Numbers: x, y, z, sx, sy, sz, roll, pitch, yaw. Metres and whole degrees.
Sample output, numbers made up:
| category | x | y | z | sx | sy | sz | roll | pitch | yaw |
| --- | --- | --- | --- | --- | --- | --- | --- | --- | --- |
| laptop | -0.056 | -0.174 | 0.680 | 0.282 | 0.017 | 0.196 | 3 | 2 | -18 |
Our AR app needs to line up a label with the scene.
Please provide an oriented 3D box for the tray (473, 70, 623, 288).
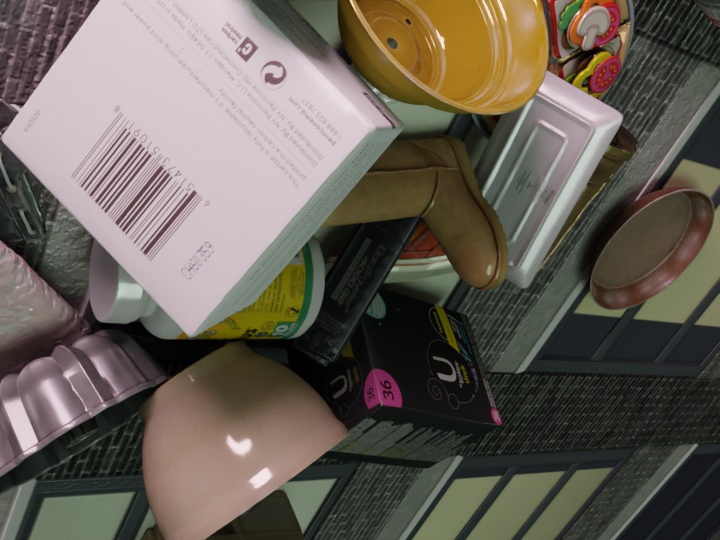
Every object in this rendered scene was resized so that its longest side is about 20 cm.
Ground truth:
| category | x | y | z | sx | sy | sz | roll | pitch | yaw |
| --- | --- | --- | --- | --- | --- | --- | --- | --- | --- |
| tray | 0.163 | -0.087 | 0.863 | 0.022 | 0.106 | 0.203 | -35 | 153 | -61 |

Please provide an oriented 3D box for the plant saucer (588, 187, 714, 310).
| category | x | y | z | sx | sy | sz | roll | pitch | yaw |
| --- | --- | --- | --- | --- | --- | --- | --- | --- | --- |
| plant saucer | 0.380 | -0.033 | 1.167 | 0.196 | 0.035 | 0.203 | -18 | 136 | -17 |

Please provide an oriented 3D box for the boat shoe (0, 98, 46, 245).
| category | x | y | z | sx | sy | sz | roll | pitch | yaw |
| --- | --- | --- | --- | --- | --- | --- | --- | --- | --- |
| boat shoe | -0.276 | -0.098 | 0.654 | 0.069 | 0.073 | 0.202 | -11 | 145 | -18 |

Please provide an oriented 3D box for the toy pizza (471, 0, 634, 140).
| category | x | y | z | sx | sy | sz | roll | pitch | yaw |
| --- | --- | --- | --- | --- | --- | --- | --- | --- | --- |
| toy pizza | 0.198 | -0.205 | 0.884 | 0.196 | 0.032 | 0.203 | -18 | 137 | -17 |

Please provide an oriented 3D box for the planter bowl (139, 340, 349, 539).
| category | x | y | z | sx | sy | sz | roll | pitch | yaw |
| --- | --- | --- | --- | --- | --- | --- | --- | --- | --- |
| planter bowl | -0.127 | 0.154 | 0.828 | 0.198 | 0.136 | 0.200 | -34 | 173 | -5 |

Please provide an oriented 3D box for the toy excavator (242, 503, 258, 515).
| category | x | y | z | sx | sy | sz | roll | pitch | yaw |
| --- | --- | --- | --- | --- | --- | --- | --- | --- | --- |
| toy excavator | -0.091 | 0.181 | 1.012 | 0.202 | 0.192 | 0.100 | -58 | 179 | -35 |

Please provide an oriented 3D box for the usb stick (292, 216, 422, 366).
| category | x | y | z | sx | sy | sz | roll | pitch | yaw |
| --- | --- | --- | --- | --- | --- | --- | --- | --- | --- |
| usb stick | 0.000 | 0.000 | 0.886 | 0.202 | 0.055 | 0.033 | -59 | -177 | -9 |

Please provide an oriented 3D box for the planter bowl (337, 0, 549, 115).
| category | x | y | z | sx | sy | sz | roll | pitch | yaw |
| --- | --- | --- | --- | --- | --- | --- | --- | --- | --- |
| planter bowl | 0.043 | -0.191 | 0.663 | 0.197 | 0.205 | 0.083 | 3 | 158 | -35 |

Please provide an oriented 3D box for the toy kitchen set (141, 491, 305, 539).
| category | x | y | z | sx | sy | sz | roll | pitch | yaw |
| --- | --- | --- | --- | --- | --- | --- | --- | --- | --- |
| toy kitchen set | -0.185 | 0.416 | 1.132 | 0.178 | 0.164 | 0.202 | 12 | 123 | -40 |

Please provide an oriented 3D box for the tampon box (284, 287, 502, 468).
| category | x | y | z | sx | sy | sz | roll | pitch | yaw |
| --- | --- | --- | --- | --- | --- | --- | --- | --- | --- |
| tampon box | 0.035 | 0.122 | 0.983 | 0.197 | 0.153 | 0.126 | 17 | 136 | -42 |

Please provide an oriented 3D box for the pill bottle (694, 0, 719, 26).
| category | x | y | z | sx | sy | sz | roll | pitch | yaw |
| --- | --- | --- | --- | --- | --- | --- | --- | --- | --- |
| pill bottle | 0.331 | -0.317 | 0.799 | 0.198 | 0.117 | 0.116 | 24 | 115 | -45 |

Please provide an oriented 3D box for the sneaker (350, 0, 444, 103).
| category | x | y | z | sx | sy | sz | roll | pitch | yaw |
| --- | --- | --- | --- | --- | --- | --- | --- | --- | --- |
| sneaker | 0.044 | -0.214 | 0.756 | 0.199 | 0.076 | 0.081 | -38 | 121 | 7 |

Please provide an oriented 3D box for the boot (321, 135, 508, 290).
| category | x | y | z | sx | sy | sz | roll | pitch | yaw |
| --- | --- | --- | --- | --- | --- | --- | --- | --- | --- |
| boot | 0.028 | -0.054 | 0.823 | 0.196 | 0.178 | 0.066 | -4 | 151 | -33 |

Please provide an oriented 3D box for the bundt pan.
| category | x | y | z | sx | sy | sz | roll | pitch | yaw |
| --- | --- | --- | --- | --- | --- | --- | --- | --- | --- |
| bundt pan | -0.274 | 0.123 | 0.808 | 0.199 | 0.077 | 0.202 | -32 | 174 | -3 |

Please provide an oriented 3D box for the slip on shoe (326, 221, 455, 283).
| category | x | y | z | sx | sy | sz | roll | pitch | yaw |
| --- | --- | --- | --- | --- | --- | --- | --- | --- | --- |
| slip on shoe | 0.057 | -0.025 | 0.950 | 0.195 | 0.063 | 0.074 | -10 | 172 | -10 |

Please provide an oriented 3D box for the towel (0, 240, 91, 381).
| category | x | y | z | sx | sy | sz | roll | pitch | yaw |
| --- | --- | --- | --- | --- | --- | --- | --- | --- | --- |
| towel | -0.348 | 0.060 | 0.743 | 0.188 | 0.033 | 0.201 | -28 | 157 | -7 |

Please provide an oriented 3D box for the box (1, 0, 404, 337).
| category | x | y | z | sx | sy | sz | roll | pitch | yaw |
| --- | --- | --- | --- | --- | --- | --- | --- | --- | --- |
| box | -0.107 | -0.100 | 0.636 | 0.200 | 0.199 | 0.131 | -46 | 178 | 15 |

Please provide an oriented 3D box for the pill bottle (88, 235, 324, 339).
| category | x | y | z | sx | sy | sz | roll | pitch | yaw |
| --- | --- | --- | --- | --- | --- | --- | --- | --- | --- |
| pill bottle | -0.141 | 0.006 | 0.805 | 0.196 | 0.114 | 0.114 | 3 | 128 | -35 |

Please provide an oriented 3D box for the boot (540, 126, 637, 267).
| category | x | y | z | sx | sy | sz | roll | pitch | yaw |
| --- | --- | --- | --- | --- | --- | --- | --- | --- | --- |
| boot | 0.216 | -0.070 | 0.954 | 0.202 | 0.066 | 0.174 | -55 | 160 | 22 |
